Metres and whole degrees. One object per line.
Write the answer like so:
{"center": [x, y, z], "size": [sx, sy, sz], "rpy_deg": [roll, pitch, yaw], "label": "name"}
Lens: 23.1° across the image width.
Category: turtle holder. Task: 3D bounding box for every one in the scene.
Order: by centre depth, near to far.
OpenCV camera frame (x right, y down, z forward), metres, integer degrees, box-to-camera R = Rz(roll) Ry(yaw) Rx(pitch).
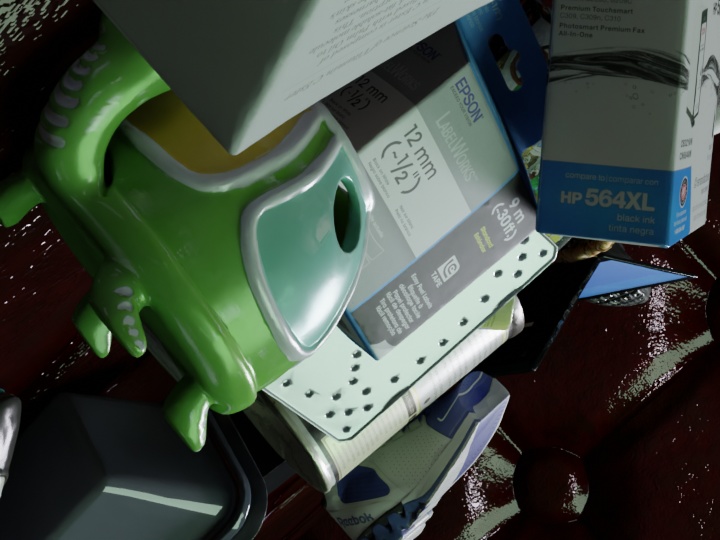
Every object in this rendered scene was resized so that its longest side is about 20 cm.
{"center": [-0.075, -0.032, 0.750], "size": [0.132, 0.186, 0.141], "rpy_deg": [-39, -158, -13], "label": "turtle holder"}

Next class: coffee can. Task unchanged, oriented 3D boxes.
{"center": [0.004, 0.051, 1.348], "size": [0.200, 0.146, 0.146], "rpy_deg": [-39, 171, -14], "label": "coffee can"}

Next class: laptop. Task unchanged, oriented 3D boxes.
{"center": [0.156, 0.052, 1.501], "size": [0.177, 0.103, 0.200], "rpy_deg": [-15, -146, 50], "label": "laptop"}

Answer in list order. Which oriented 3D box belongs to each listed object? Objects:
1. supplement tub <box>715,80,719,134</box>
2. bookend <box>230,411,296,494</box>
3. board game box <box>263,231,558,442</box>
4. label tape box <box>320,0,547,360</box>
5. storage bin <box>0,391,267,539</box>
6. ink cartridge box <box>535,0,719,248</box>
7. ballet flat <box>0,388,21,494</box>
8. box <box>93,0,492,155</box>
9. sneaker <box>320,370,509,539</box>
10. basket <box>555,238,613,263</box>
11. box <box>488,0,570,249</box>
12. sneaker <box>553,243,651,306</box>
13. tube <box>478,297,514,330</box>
{"center": [0.285, -0.196, 1.372], "size": [0.200, 0.140, 0.140], "rpy_deg": [-33, 167, -43], "label": "supplement tub"}
{"center": [-0.074, 0.115, 1.495], "size": [0.200, 0.092, 0.199], "rpy_deg": [-37, 168, -19], "label": "bookend"}
{"center": [0.000, 0.000, 1.127], "size": [0.200, 0.026, 0.200], "rpy_deg": [-43, 132, 9], "label": "board game box"}
{"center": [0.044, -0.064, 1.029], "size": [0.200, 0.066, 0.143], "rpy_deg": [-38, 135, -7], "label": "label tape box"}
{"center": [-0.188, 0.161, 1.175], "size": [0.200, 0.146, 0.134], "rpy_deg": [-45, 144, 18], "label": "storage bin"}
{"center": [0.168, -0.124, 1.067], "size": [0.146, 0.084, 0.200], "rpy_deg": [-21, 117, -68], "label": "ink cartridge box"}
{"center": [-0.256, 0.157, 1.022], "size": [0.200, 0.068, 0.068], "rpy_deg": [-43, 169, 6], "label": "ballet flat"}
{"center": [0.008, -0.156, 0.536], "size": [0.152, 0.106, 0.200], "rpy_deg": [-35, 168, -37], "label": "box"}
{"center": [0.021, 0.146, 1.423], "size": [0.200, 0.115, 0.081], "rpy_deg": [-56, 166, 30], "label": "sneaker"}
{"center": [0.137, -0.063, 1.374], "size": [0.149, 0.143, 0.200], "rpy_deg": [-40, 171, -10], "label": "basket"}
{"center": [0.103, -0.074, 1.218], "size": [0.200, 0.137, 0.038], "rpy_deg": [-46, -155, 23], "label": "box"}
{"center": [0.198, -0.044, 1.592], "size": [0.076, 0.200, 0.091], "rpy_deg": [-14, -139, 51], "label": "sneaker"}
{"center": [0.005, 0.012, 1.215], "size": [0.052, 0.200, 0.058], "rpy_deg": [-95, -173, -58], "label": "tube"}
